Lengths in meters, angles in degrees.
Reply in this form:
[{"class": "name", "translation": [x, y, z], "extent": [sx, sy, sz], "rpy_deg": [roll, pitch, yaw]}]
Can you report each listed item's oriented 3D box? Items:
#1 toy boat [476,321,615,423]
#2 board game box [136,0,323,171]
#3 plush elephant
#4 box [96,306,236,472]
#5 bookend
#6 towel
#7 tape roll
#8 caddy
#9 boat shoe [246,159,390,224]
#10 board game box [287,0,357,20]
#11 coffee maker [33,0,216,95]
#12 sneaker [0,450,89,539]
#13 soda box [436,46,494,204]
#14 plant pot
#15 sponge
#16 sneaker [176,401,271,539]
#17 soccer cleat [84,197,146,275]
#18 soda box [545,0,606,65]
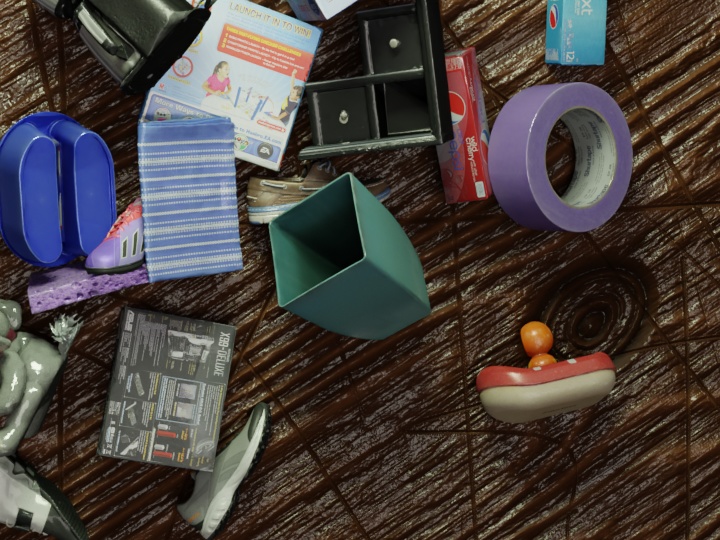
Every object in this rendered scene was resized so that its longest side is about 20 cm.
[{"class": "toy boat", "translation": [0.260, 0.138, 1.870], "extent": [0.197, 0.131, 0.132], "rpy_deg": [-11, 72, -11]}, {"class": "board game box", "translation": [-0.173, -0.257, 1.719], "extent": [0.198, 0.056, 0.198], "rpy_deg": [18, 95, -15]}, {"class": "plush elephant", "translation": [-0.465, 0.117, 1.671], "extent": [0.153, 0.165, 0.202], "rpy_deg": [26, 99, -2]}, {"class": "box", "translation": [-0.260, 0.160, 1.753], "extent": [0.155, 0.050, 0.203], "rpy_deg": [10, 83, -15]}, {"class": "bookend", "translation": [0.011, -0.258, 1.710], "extent": [0.196, 0.092, 0.203], "rpy_deg": [-4, 98, 15]}, {"class": "towel", "translation": [-0.215, -0.092, 1.659], "extent": [0.143, 0.024, 0.203], "rpy_deg": [-8, 97, -39]}, {"class": "tape roll", "translation": [0.276, -0.155, 1.791], "extent": [0.198, 0.085, 0.203], "rpy_deg": [-4, 96, -34]}, {"class": "caddy", "translation": [-0.393, -0.101, 1.675], "extent": [0.140, 0.104, 0.203], "rpy_deg": [-9, 106, -34]}, {"class": "boat shoe", "translation": [-0.057, -0.112, 1.762], "extent": [0.197, 0.072, 0.073], "rpy_deg": [-10, 102, -11]}, {"class": "board game box", "translation": [0.010, -0.388, 1.663], "extent": [0.199, 0.199, 0.041], "rpy_deg": [-33, 106, -4]}, {"class": "coffee maker", "translation": [-0.293, -0.351, 1.616], "extent": [0.200, 0.135, 0.192], "rpy_deg": [45, 81, 2]}, {"class": "sneaker", "translation": [-0.454, 0.318, 1.754], "extent": [0.089, 0.074, 0.200], "rpy_deg": [-45, 96, -2]}, {"class": "soda box", "translation": [0.137, -0.198, 1.783], "extent": [0.063, 0.070, 0.203], "rpy_deg": [-6, 105, 23]}, {"class": "plant pot", "translation": [0.000, 0.000, 1.731], "extent": [0.140, 0.143, 0.199], "rpy_deg": [-30, 140, 25]}, {"class": "sponge", "translation": [-0.334, 0.005, 1.701], "extent": [0.197, 0.112, 0.030], "rpy_deg": [-15, 106, -10]}, {"class": "sneaker", "translation": [-0.186, 0.270, 1.804], "extent": [0.079, 0.074, 0.202], "rpy_deg": [30, 87, 8]}, {"class": "soccer cleat", "translation": [-0.290, -0.051, 1.658], "extent": [0.067, 0.200, 0.074], "rpy_deg": [7, 113, 22]}, {"class": "soda box", "translation": [0.300, -0.386, 1.798], "extent": [0.067, 0.064, 0.203], "rpy_deg": [-1, 101, -13]}]
